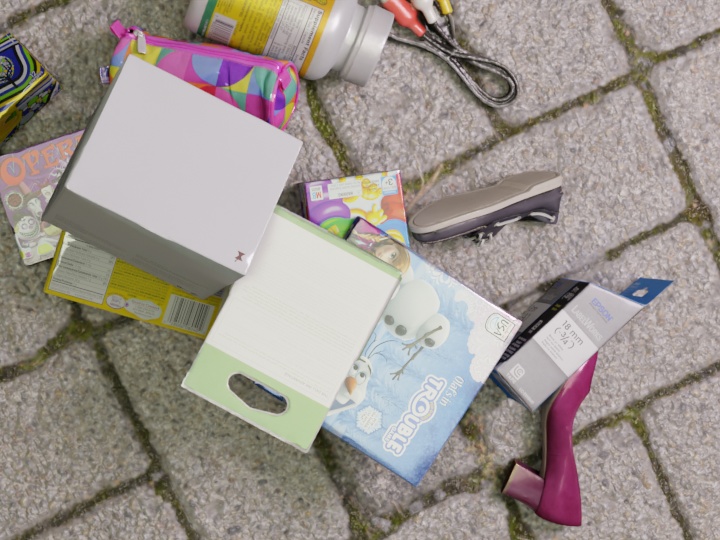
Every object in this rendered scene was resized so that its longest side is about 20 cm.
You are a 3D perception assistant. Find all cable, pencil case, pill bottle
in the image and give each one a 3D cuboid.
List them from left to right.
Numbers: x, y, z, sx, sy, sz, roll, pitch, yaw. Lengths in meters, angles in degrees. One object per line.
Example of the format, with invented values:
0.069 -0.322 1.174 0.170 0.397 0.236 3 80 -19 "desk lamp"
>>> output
-0.164 -0.195 1.652 0.199 0.088 0.089 14 92 11 "pencil case"
-0.072 -0.266 1.672 0.199 0.113 0.113 22 91 -6 "pill bottle"
0.087 -0.244 1.721 0.097 0.050 0.200 -37 96 1 "cable"

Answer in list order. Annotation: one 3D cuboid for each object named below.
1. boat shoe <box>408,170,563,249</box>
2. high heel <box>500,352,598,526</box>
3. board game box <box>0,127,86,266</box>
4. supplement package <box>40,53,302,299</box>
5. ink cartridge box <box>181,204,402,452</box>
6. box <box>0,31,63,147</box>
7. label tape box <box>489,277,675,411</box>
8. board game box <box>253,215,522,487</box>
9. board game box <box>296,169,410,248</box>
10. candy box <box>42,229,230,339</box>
0.137 -0.053 1.703 0.200 0.073 0.063 -20 113 -33 "boat shoe"
0.236 0.178 1.754 0.096 0.067 0.201 25 104 -1 "high heel"
-0.278 -0.091 1.704 0.199 0.032 0.120 -19 91 -5 "board game box"
-0.189 -0.086 1.585 0.191 0.200 0.148 26 75 -12 "supplement package"
-0.066 0.056 1.581 0.145 0.048 0.201 28 91 0 "ink cartridge box"
-0.405 -0.149 1.660 0.200 0.070 0.064 -45 82 -2 "box"
0.222 0.054 1.707 0.200 0.144 0.063 -43 94 -3 "label tape box"
0.027 0.082 1.631 0.199 0.043 0.200 32 91 -5 "board game box"
0.000 0.000 1.699 0.104 0.103 0.201 -8 94 -5 "board game box"
-0.223 0.002 1.698 0.199 0.026 0.103 18 97 -14 "candy box"
